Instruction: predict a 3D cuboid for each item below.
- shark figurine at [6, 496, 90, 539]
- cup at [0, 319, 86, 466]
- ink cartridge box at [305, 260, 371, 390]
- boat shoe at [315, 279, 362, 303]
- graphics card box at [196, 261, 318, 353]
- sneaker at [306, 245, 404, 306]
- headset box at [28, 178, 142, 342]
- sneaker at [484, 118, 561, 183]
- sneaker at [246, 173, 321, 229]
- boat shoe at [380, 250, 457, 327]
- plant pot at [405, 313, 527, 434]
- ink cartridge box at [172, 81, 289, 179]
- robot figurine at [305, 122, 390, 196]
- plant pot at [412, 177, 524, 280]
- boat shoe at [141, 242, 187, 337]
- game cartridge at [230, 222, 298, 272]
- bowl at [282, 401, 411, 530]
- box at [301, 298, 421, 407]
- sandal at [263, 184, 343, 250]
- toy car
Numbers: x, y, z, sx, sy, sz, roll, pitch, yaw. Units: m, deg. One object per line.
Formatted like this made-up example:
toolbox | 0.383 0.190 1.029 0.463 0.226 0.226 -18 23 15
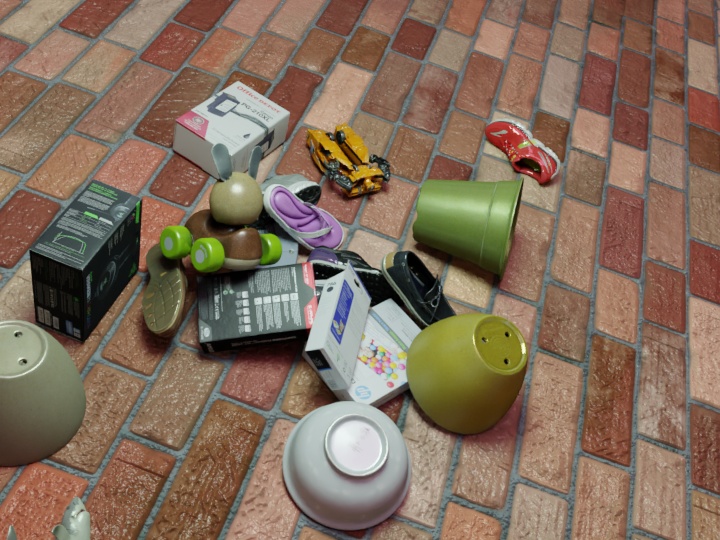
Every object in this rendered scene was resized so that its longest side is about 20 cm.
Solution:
shark figurine | -0.406 0.375 1.084 0.089 0.214 0.129 -23 84 11
cup | -0.496 0.153 1.232 0.199 0.144 0.201 9 45 -9
ink cartridge box | -0.033 0.087 1.417 0.039 0.100 0.201 -11 38 25
boat shoe | -0.086 0.054 1.505 0.198 0.072 0.068 12 43 -2
graphics card box | -0.170 0.061 1.436 0.198 0.051 0.126 -8 63 -4
sneaker | 0.000 0.000 1.585 0.199 0.076 0.088 18 39 0
headset box | -0.434 -0.021 1.395 0.092 0.175 0.201 21 44 4
sneaker | 0.357 -0.269 1.949 0.200 0.077 0.085 37 53 18
sneaker | -0.171 -0.135 1.617 0.199 0.074 0.079 -18 45 -38
boat shoe | 0.117 0.040 1.535 0.200 0.062 0.075 49 43 -20
plant pot | 0.193 0.149 1.418 0.199 0.142 0.201 12 58 -19
ink cartridge box | -0.260 -0.284 1.759 0.144 0.085 0.200 33 47 13
robot figurine | -0.026 -0.227 1.799 0.144 0.058 0.200 -15 53 -28
plant pot | 0.204 -0.098 1.681 0.189 0.201 0.201 12 44 12
boat shoe | -0.317 0.036 1.445 0.072 0.068 0.201 -20 44 8
game cartridge | -0.186 -0.066 1.613 0.132 0.042 0.201 3 47 -21
bowl | -0.012 0.274 1.283 0.199 0.091 0.202 6 58 -9
box | 0.024 0.146 1.475 0.199 0.041 0.156 -25 59 -33
sandal | -0.096 -0.090 1.589 0.202 0.050 0.083 28 70 -41
toy car | -0.220 -0.111 1.435 0.157 0.202 0.164 20 17 36
